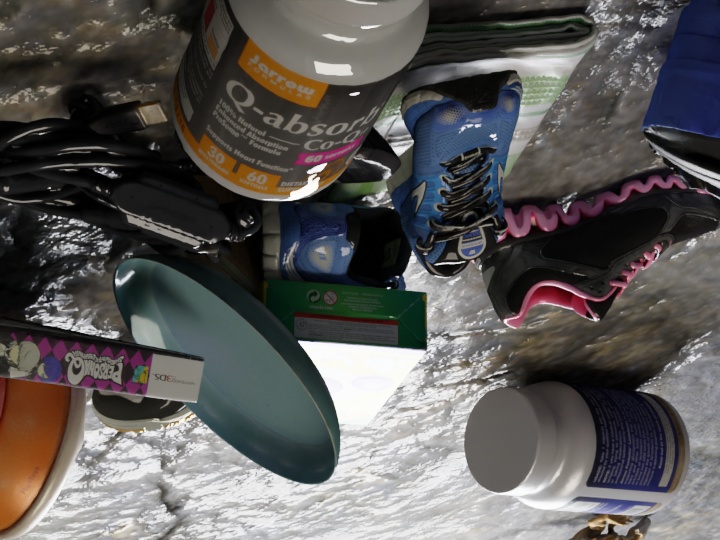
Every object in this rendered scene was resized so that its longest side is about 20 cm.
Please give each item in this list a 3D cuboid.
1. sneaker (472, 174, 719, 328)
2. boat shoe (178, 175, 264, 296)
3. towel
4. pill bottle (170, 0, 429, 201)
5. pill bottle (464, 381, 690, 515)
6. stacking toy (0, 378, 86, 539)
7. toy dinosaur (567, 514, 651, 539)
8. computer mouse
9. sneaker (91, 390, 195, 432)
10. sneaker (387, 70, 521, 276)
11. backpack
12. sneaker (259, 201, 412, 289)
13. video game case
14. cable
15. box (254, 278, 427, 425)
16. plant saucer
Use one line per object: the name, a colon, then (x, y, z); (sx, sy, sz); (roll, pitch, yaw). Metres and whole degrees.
sneaker: (0.180, -0.008, 1.639); (0.199, 0.096, 0.079); (-14, 155, -4)
boat shoe: (-0.097, -0.003, 1.520); (0.069, 0.074, 0.200); (-20, 153, 13)
towel: (0.060, -0.100, 1.444); (0.149, 0.031, 0.200); (-6, 155, -17)
pill bottle: (-0.029, -0.132, 1.214); (0.116, 0.117, 0.200); (-4, 155, -21)
pill bottle: (0.195, 0.160, 1.995); (0.199, 0.116, 0.116); (9, 148, -42)
stacking toy: (-0.313, 0.101, 1.614); (0.199, 0.147, 0.146); (24, 140, -28)
toy dinosaur: (0.242, 0.302, 2.412); (0.199, 0.061, 0.106); (-2, 156, -25)
computer mouse: (-0.082, -0.090, 1.345); (0.199, 0.046, 0.140); (-1, 166, 23)
sneaker: (-0.121, 0.054, 1.660); (0.199, 0.076, 0.088); (-22, 141, 9)
sneaker: (0.067, -0.056, 1.385); (0.078, 0.089, 0.200); (-11, 158, -9)
backpack: (0.291, -0.109, 1.392); (0.199, 0.168, 0.162); (11, 166, 31)
sneaker: (0.000, 0.000, 1.544); (0.089, 0.079, 0.200); (-4, 167, 18)
video game case: (-0.234, 0.051, 1.487); (0.181, 0.036, 0.200); (10, 178, -39)
cable: (-0.165, -0.053, 1.348); (0.199, 0.051, 0.163); (18, 175, -22)
box: (-0.033, 0.064, 1.555); (0.117, 0.049, 0.200); (5, 160, -12)
plant saucer: (-0.084, 0.061, 1.472); (0.027, 0.200, 0.200); (-45, 168, -24)
